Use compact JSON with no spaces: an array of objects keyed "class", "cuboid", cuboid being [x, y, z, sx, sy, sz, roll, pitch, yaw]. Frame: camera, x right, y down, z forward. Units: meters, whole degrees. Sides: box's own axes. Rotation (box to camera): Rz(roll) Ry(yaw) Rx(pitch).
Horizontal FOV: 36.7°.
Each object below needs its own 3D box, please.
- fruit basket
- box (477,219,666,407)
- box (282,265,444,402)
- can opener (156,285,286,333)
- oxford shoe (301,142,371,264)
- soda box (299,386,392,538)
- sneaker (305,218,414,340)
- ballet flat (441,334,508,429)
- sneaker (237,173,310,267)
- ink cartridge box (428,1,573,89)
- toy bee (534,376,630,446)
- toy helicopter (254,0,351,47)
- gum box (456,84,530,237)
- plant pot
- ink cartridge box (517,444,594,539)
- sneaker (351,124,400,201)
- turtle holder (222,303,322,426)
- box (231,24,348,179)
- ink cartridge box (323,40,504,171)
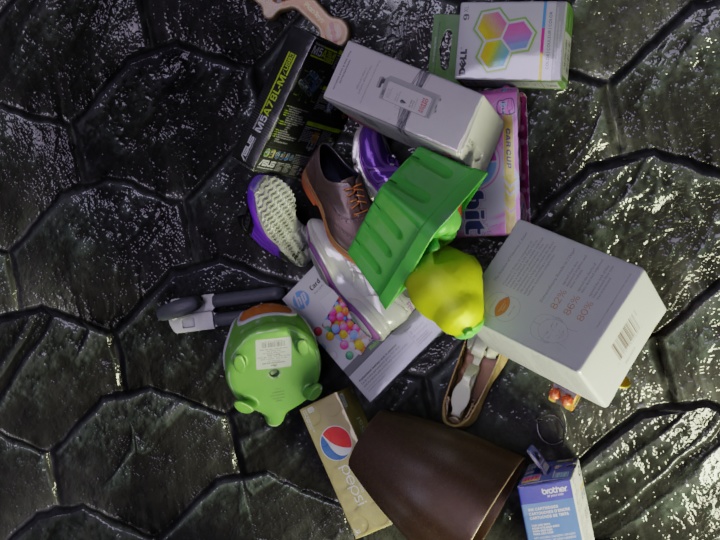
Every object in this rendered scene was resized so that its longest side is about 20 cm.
[{"class":"fruit basket","cuboid":[0.097,-0.020,1.354,0.214,0.156,0.217,28,144,22]},{"class":"box","cuboid":[0.252,0.050,1.365,0.199,0.106,0.153,27,78,42]},{"class":"box","cuboid":[0.007,0.061,1.553,0.156,0.041,0.200,-45,76,15]},{"class":"can opener","cuboid":[-0.209,0.059,1.618,0.198,0.067,0.054,-8,90,21]},{"class":"oxford shoe","cuboid":[-0.016,-0.085,1.472,0.201,0.071,0.073,54,148,21]},{"class":"soda box","cuboid":[-0.010,0.274,1.554,0.067,0.064,0.202,-26,82,19]},{"class":"sneaker","cuboid":[0.000,0.000,1.507,0.099,0.075,0.201,-35,74,-10]},{"class":"ballet flat","cuboid":[0.163,0.129,1.485,0.068,0.063,0.202,20,98,18]},{"class":"sneaker","cuboid":[-0.137,-0.073,1.527,0.099,0.201,0.070,20,69,25]},{"class":"ink cartridge box","cuboid":[0.181,-0.303,1.459,0.198,0.059,0.105,5,89,20]},{"class":"toy bee","cuboid":[0.286,0.141,1.416,0.129,0.109,0.203,3,92,20]},{"class":"toy helicopter","cuboid":[-0.083,-0.404,1.564,0.200,0.079,0.132,45,97,2]},{"class":"gum box","cuboid":[0.167,-0.147,1.471,0.112,0.066,0.203,-2,91,21]},{"class":"plant pot","cuboid":[0.089,0.279,1.450,0.199,0.187,0.188,30,102,16]},{"class":"ink cartridge box","cuboid":[0.259,0.328,1.417,0.075,0.136,0.202,-10,88,15]},{"class":"sneaker","cuboid":[0.058,-0.117,1.502,0.083,0.080,0.202,-27,89,35]},{"class":"turtle holder","cuboid":[-0.120,0.130,1.550,0.140,0.132,0.186,-30,124,6]},{"class":"box","cuboid":[-0.076,-0.223,1.487,0.047,0.200,0.195,29,102,20]},{"class":"ink cartridge box","cuboid":[0.073,-0.205,1.391,0.199,0.146,0.083,26,92,20]}]
